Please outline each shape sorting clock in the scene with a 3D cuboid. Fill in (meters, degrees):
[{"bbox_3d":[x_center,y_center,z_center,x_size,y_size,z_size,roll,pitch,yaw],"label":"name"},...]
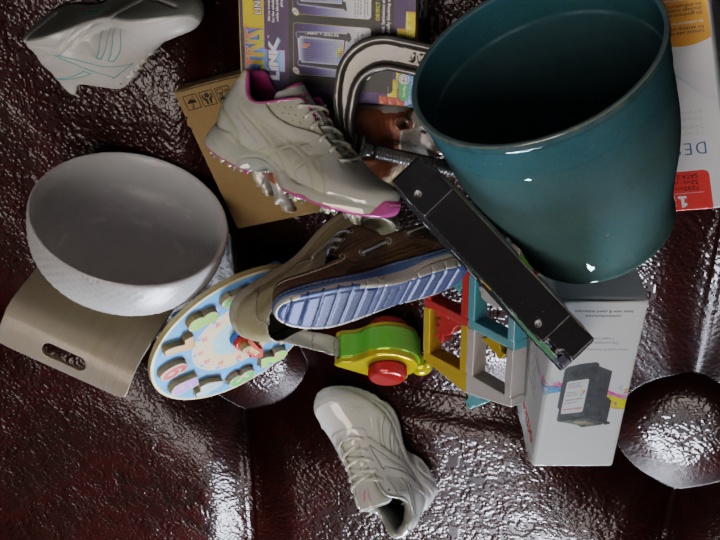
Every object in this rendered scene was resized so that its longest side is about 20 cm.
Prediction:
[{"bbox_3d":[-0.129,0.069,1.293,0.039,0.199,0.201,49,132,27],"label":"shape sorting clock"}]

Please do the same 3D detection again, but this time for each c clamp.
[{"bbox_3d":[0.065,-0.116,1.094,0.199,0.027,0.172,18,117,0],"label":"c clamp"}]

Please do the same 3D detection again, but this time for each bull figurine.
[{"bbox_3d":[-0.015,-0.110,1.161,0.199,0.065,0.122,13,110,9],"label":"bull figurine"}]

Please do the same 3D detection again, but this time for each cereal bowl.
[{"bbox_3d":[-0.237,-0.026,1.245,0.199,0.200,0.084,21,131,4],"label":"cereal bowl"}]

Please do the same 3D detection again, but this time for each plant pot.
[{"bbox_3d":[0.166,-0.100,0.983,0.199,0.201,0.188,-9,135,23],"label":"plant pot"}]

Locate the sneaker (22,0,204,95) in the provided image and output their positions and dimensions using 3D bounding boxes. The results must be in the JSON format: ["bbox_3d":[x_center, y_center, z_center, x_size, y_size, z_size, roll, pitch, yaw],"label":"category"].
[{"bbox_3d":[-0.227,-0.224,1.196,0.199,0.071,0.080,-6,130,29],"label":"sneaker"}]

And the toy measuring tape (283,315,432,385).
[{"bbox_3d":[-0.002,0.073,1.287,0.199,0.074,0.074,19,132,-28],"label":"toy measuring tape"}]

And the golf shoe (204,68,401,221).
[{"bbox_3d":[-0.046,-0.110,1.079,0.199,0.075,0.092,27,108,22],"label":"golf shoe"}]

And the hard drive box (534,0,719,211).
[{"bbox_3d":[0.240,-0.154,1.076,0.155,0.077,0.201,-5,121,22],"label":"hard drive box"}]

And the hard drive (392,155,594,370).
[{"bbox_3d":[0.111,-0.003,1.021,0.038,0.140,0.200,-42,80,2],"label":"hard drive"}]

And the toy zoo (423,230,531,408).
[{"bbox_3d":[0.113,0.047,1.224,0.131,0.020,0.201,27,125,45],"label":"toy zoo"}]

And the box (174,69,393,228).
[{"bbox_3d":[-0.066,-0.130,1.226,0.199,0.021,0.164,-10,119,23],"label":"box"}]

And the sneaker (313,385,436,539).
[{"bbox_3d":[0.013,0.217,1.384,0.078,0.100,0.200,-28,111,31],"label":"sneaker"}]

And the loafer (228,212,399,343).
[{"bbox_3d":[-0.034,0.011,1.225,0.200,0.068,0.076,-38,128,-9],"label":"loafer"}]

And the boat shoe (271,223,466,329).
[{"bbox_3d":[0.000,0.000,1.168,0.073,0.199,0.072,64,149,26],"label":"boat shoe"}]

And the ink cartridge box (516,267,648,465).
[{"bbox_3d":[0.204,0.066,1.185,0.082,0.146,0.201,0,125,-4],"label":"ink cartridge box"}]

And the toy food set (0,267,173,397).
[{"bbox_3d":[-0.264,0.030,1.288,0.143,0.200,0.061,24,132,2],"label":"toy food set"}]

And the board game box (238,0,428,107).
[{"bbox_3d":[-0.023,-0.253,1.094,0.164,0.057,0.201,8,117,12],"label":"board game box"}]
